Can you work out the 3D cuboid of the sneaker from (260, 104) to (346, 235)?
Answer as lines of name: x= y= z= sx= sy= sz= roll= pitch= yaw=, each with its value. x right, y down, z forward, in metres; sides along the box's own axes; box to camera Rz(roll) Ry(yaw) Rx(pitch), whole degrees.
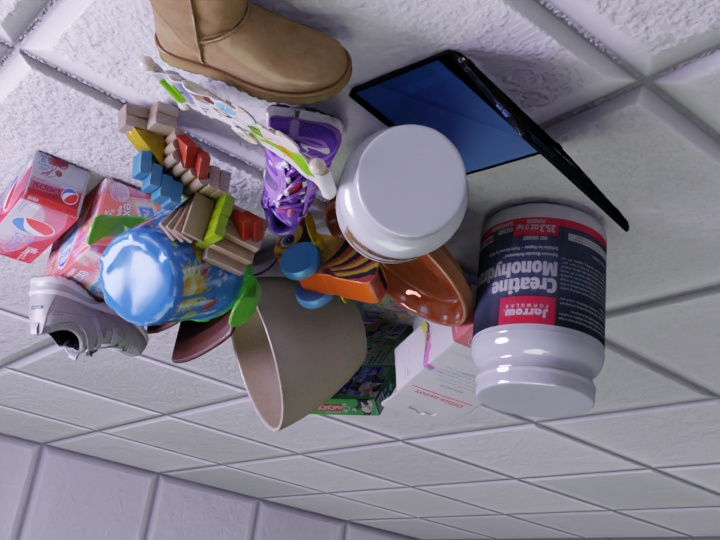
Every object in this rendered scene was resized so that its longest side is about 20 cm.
sneaker: x=-0.062 y=-0.093 z=0.900 sx=0.080 sy=0.084 sz=0.200 roll=9 pitch=156 yaw=-3

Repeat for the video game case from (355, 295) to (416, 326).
video game case: x=0.042 y=0.044 z=1.269 sx=0.198 sy=0.018 sz=0.143 roll=6 pitch=157 yaw=6

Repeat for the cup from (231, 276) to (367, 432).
cup: x=-0.075 y=0.093 z=1.194 sx=0.142 sy=0.202 sz=0.200 roll=-15 pitch=165 yaw=-21

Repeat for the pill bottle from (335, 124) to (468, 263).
pill bottle: x=0.036 y=-0.067 z=0.813 sx=0.113 sy=0.116 sz=0.200 roll=9 pitch=178 yaw=-2

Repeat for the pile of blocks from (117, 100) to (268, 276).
pile of blocks: x=-0.165 y=-0.082 z=0.893 sx=0.200 sy=0.082 sz=0.062 roll=49 pitch=145 yaw=-14

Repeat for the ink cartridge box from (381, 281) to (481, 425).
ink cartridge box: x=0.120 y=0.110 z=1.126 sx=0.116 sy=0.068 sz=0.200 roll=22 pitch=134 yaw=-25

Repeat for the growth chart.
growth chart: x=-0.100 y=-0.121 z=0.776 sx=0.199 sy=0.018 sz=0.145 roll=33 pitch=178 yaw=13

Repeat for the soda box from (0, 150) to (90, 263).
soda box: x=-0.393 y=-0.070 z=1.092 sx=0.070 sy=0.064 sz=0.199 roll=21 pitch=153 yaw=-28

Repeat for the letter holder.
letter holder: x=-0.233 y=0.032 z=1.172 sx=0.100 sy=0.143 sz=0.200 roll=20 pitch=155 yaw=-27

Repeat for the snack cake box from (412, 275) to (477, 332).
snack cake box: x=0.181 y=0.081 z=1.201 sx=0.198 sy=0.068 sz=0.115 roll=13 pitch=138 yaw=-19

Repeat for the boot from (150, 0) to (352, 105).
boot: x=-0.091 y=-0.208 z=0.661 sx=0.173 sy=0.067 sz=0.200 roll=9 pitch=156 yaw=2

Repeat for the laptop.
laptop: x=0.109 y=-0.099 z=0.799 sx=0.103 sy=0.201 sz=0.177 roll=-45 pitch=134 yaw=17

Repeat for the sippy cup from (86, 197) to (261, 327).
sippy cup: x=-0.201 y=-0.002 z=0.964 sx=0.176 sy=0.141 sz=0.130 roll=-9 pitch=-172 yaw=21

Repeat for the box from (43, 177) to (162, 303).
box: x=-0.311 y=-0.025 z=1.129 sx=0.102 sy=0.096 sz=0.199 roll=21 pitch=154 yaw=-30

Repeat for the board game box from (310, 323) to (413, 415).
board game box: x=-0.001 y=0.136 z=1.301 sx=0.133 sy=0.200 sz=0.029 roll=-4 pitch=116 yaw=27

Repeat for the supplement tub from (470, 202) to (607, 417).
supplement tub: x=0.192 y=0.043 z=0.979 sx=0.139 sy=0.202 sz=0.141 roll=7 pitch=157 yaw=3

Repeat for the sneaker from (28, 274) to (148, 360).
sneaker: x=-0.348 y=0.078 z=1.151 sx=0.074 sy=0.083 sz=0.200 roll=-5 pitch=155 yaw=29

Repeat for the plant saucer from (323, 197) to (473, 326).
plant saucer: x=0.045 y=-0.016 z=1.013 sx=0.200 sy=0.032 sz=0.201 roll=36 pitch=162 yaw=14

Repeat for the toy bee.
toy bee: x=-0.058 y=-0.022 z=1.031 sx=0.198 sy=0.109 sz=0.131 roll=15 pitch=144 yaw=7
